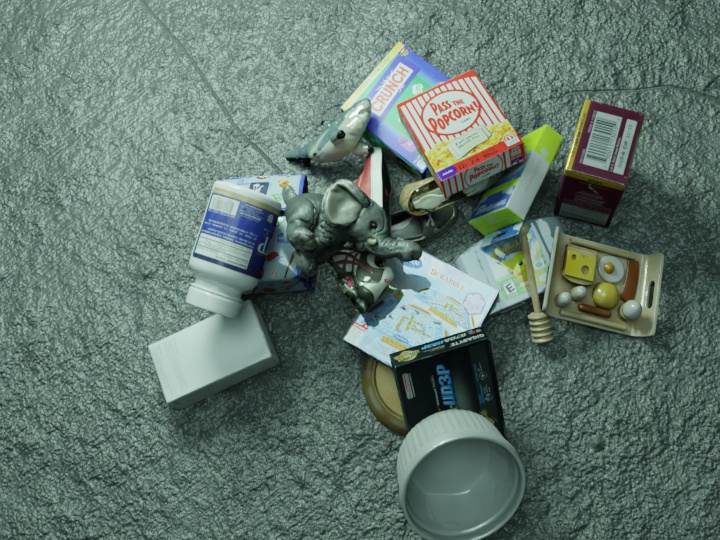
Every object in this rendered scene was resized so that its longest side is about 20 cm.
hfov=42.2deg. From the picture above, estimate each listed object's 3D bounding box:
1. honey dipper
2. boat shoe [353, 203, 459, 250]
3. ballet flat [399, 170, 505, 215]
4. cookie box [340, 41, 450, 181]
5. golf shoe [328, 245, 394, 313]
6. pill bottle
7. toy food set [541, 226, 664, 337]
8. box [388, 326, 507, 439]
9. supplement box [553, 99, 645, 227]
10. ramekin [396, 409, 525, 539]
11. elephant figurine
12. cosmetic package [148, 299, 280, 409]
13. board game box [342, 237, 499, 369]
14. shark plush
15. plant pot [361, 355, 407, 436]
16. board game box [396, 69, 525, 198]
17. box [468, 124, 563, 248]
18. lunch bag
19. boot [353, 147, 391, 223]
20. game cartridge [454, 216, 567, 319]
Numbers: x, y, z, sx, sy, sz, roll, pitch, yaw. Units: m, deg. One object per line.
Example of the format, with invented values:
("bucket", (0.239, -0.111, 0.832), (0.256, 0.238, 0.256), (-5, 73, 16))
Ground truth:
("honey dipper", (0.287, 0.019, 1.552), (0.037, 0.038, 0.203), (-11, 99, 4))
("boat shoe", (0.081, -0.075, 1.637), (0.197, 0.057, 0.068), (-19, 73, 2))
("ballet flat", (0.159, -0.140, 1.577), (0.198, 0.066, 0.071), (-25, 114, 16))
("cookie box", (0.093, -0.284, 1.685), (0.199, 0.075, 0.172), (39, 83, 16))
("golf shoe", (0.000, 0.000, 1.577), (0.088, 0.078, 0.200), (-36, 30, 2))
("pill bottle", (-0.211, -0.032, 1.513), (0.118, 0.120, 0.203), (17, 88, 12))
("toy food set", (0.402, 0.018, 1.547), (0.197, 0.060, 0.146), (14, 76, -9))
("box", (0.142, 0.203, 1.488), (0.156, 0.046, 0.203), (-15, 116, -4))
("supplement box", (0.393, -0.172, 1.550), (0.102, 0.200, 0.133), (16, 77, 11))
("ramekin", (0.148, 0.313, 1.454), (0.196, 0.105, 0.203), (-4, 115, -9))
("elephant figurine", (-0.016, -0.078, 1.508), (0.197, 0.142, 0.157), (-19, 112, 9))
("cosmetic package", (-0.251, 0.145, 1.607), (0.197, 0.081, 0.114), (-22, 73, -1))
("board game box", (0.103, 0.079, 1.569), (0.198, 0.041, 0.201), (28, 82, 14))
("shark plush", (-0.052, -0.235, 1.674), (0.090, 0.199, 0.085), (11, 65, -36))
("plant pot", (0.098, 0.179, 1.580), (0.196, 0.028, 0.204), (-2, 75, 7))
("board game box", (0.166, -0.232, 1.566), (0.150, 0.047, 0.201), (-25, 53, -2))
("box", (0.259, -0.142, 1.582), (0.047, 0.122, 0.202), (35, 68, -15))
("lunch bag", (-0.172, -0.070, 1.633), (0.167, 0.124, 0.204), (-2, 74, 7))
("boot", (-0.019, -0.132, 1.641), (0.142, 0.073, 0.202), (-11, 46, 16))
("game cartridge", (0.270, -0.010, 1.608), (0.197, 0.041, 0.135), (-23, 69, 0))
